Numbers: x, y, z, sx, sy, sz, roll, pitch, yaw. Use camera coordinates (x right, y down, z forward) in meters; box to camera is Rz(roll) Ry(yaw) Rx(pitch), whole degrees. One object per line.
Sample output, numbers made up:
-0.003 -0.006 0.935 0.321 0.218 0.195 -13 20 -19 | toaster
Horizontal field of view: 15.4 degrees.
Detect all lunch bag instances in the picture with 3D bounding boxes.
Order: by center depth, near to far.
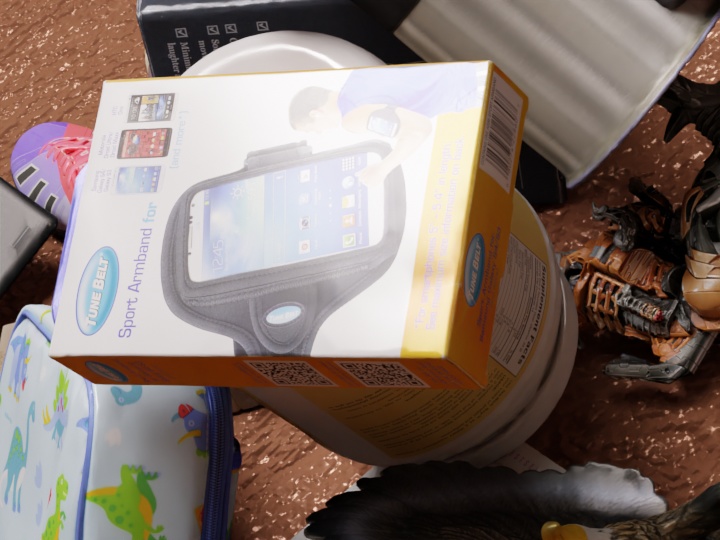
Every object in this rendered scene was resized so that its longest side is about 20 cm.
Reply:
-0.115 0.099 1.199 0.082 0.162 0.200 3 8 -19 | lunch bag

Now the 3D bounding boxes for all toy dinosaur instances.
0.173 -0.007 1.241 0.199 0.102 0.136 8 67 14 | toy dinosaur

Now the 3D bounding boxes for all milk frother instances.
0.050 -0.124 1.145 0.200 0.188 0.181 -54 3 -34 | milk frother

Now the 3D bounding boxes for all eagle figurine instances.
0.092 0.133 1.085 0.199 0.151 0.152 -25 25 23 | eagle figurine

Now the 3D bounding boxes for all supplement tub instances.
0.000 0.000 1.144 0.145 0.200 0.146 -12 64 24 | supplement tub

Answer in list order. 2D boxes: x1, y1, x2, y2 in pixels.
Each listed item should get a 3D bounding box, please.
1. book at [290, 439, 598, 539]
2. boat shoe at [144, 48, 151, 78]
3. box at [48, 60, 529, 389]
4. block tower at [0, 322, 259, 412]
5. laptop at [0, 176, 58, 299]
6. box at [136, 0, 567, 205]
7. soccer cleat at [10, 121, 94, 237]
0.008 0.155 1.193 0.200 0.048 0.134 -41 36 -12 | book
-0.028 -0.118 1.471 0.199 0.072 0.065 -10 56 18 | boat shoe
-0.039 -0.016 1.027 0.199 0.041 0.120 0 69 27 | box
-0.096 0.043 1.355 0.199 0.054 0.058 -15 42 16 | block tower
-0.288 0.007 1.514 0.200 0.116 0.188 35 82 17 | laptop
0.000 -0.114 1.352 0.199 0.149 0.107 -3 45 7 | box
-0.141 -0.046 1.456 0.068 0.073 0.200 -39 41 -10 | soccer cleat
